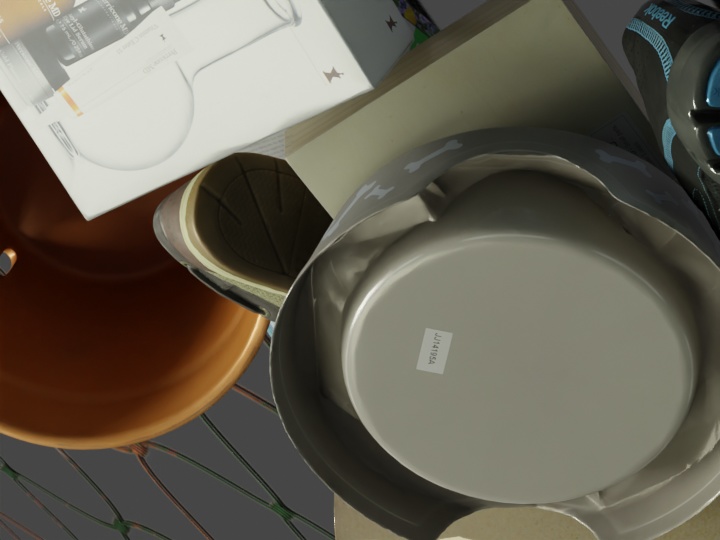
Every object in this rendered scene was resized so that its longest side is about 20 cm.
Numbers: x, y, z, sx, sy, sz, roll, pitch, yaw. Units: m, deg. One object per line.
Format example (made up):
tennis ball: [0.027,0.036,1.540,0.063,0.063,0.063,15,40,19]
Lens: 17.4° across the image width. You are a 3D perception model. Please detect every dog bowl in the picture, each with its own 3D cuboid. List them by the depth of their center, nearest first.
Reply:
dog bowl: [0.065,0.029,0.959,0.199,0.059,0.201,4,127,5]

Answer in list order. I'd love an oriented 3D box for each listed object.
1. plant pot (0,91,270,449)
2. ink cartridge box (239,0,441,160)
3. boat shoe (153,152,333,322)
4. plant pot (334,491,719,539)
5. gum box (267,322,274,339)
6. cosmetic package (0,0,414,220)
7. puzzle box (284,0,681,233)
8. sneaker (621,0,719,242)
plant pot: [-0.135,-0.031,1.191,0.200,0.200,0.140,45,-162,-16]
ink cartridge box: [-0.031,-0.091,1.010,0.200,0.051,0.109,36,147,-32]
boat shoe: [0.000,0.000,1.043,0.199,0.074,0.065,27,166,-29]
plant pot: [0.121,0.111,1.120,0.199,0.188,0.188,4,141,37]
gum box: [-0.001,0.050,1.278,0.200,0.044,0.170,42,168,50]
cosmetic package: [-0.094,-0.134,0.889,0.150,0.052,0.201,-23,108,31]
puzzle box: [0.077,-0.016,0.990,0.200,0.133,0.025,51,-163,-27]
sneaker: [0.167,-0.029,0.903,0.200,0.073,0.082,56,175,-34]
